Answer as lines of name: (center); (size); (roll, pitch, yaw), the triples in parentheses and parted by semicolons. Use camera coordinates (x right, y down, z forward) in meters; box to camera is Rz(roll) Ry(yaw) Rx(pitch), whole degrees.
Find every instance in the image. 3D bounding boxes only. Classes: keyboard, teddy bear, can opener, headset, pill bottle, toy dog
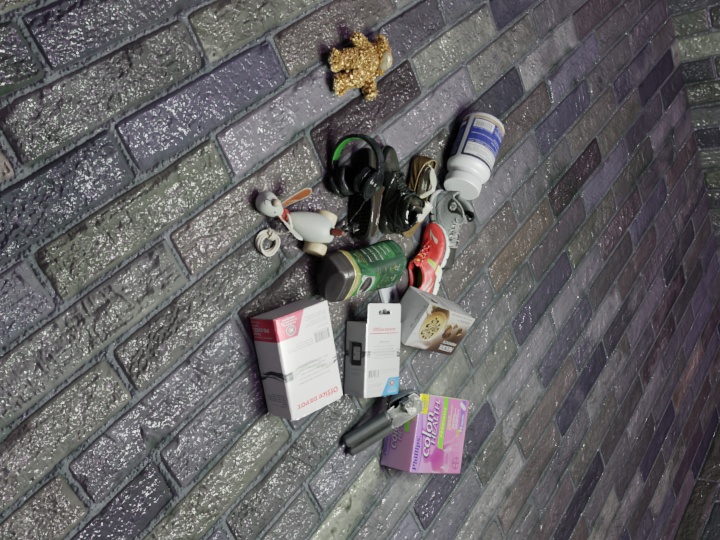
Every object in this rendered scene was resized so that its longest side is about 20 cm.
keyboard: (0.068, 0.062, 1.664); (0.056, 0.011, 0.203); (-33, 114, -46)
teddy bear: (0.005, -0.447, 1.549); (0.198, 0.066, 0.148); (-10, 100, -45)
can opener: (0.048, 0.332, 1.584); (0.198, 0.067, 0.054); (-30, 115, -7)
headset: (-0.015, -0.182, 1.490); (0.094, 0.122, 0.204); (-19, 113, -58)
pill bottle: (0.285, -0.289, 1.808); (0.116, 0.115, 0.202); (40, 64, -38)
toy dog: (-0.109, -0.095, 1.414); (0.198, 0.095, 0.134); (-1, 91, -46)

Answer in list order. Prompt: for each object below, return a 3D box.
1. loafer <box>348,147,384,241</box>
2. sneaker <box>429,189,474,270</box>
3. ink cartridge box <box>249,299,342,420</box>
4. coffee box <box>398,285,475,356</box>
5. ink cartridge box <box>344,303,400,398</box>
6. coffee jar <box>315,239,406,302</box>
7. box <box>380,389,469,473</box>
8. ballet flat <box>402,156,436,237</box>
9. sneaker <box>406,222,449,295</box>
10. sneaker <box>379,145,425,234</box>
loafer: (0.025, -0.165, 1.567); (0.071, 0.072, 0.204); (6, 88, -47)
sneaker: (0.231, -0.100, 1.753); (0.074, 0.114, 0.204); (-16, 102, -44)
ink cartridge box: (-0.124, 0.173, 1.410); (0.144, 0.084, 0.204); (-18, 103, -44)
coffee box: (0.167, 0.122, 1.678); (0.199, 0.080, 0.114); (20, 107, -48)
ink cartridge box: (0.028, 0.173, 1.580); (0.115, 0.066, 0.204); (4, 88, -46)
coffee jar: (0.000, 0.000, 1.518); (0.198, 0.086, 0.105); (-14, 143, -42)
box: (0.156, 0.383, 1.696); (0.198, 0.096, 0.179); (18, 78, -44)
ballet flat: (0.144, -0.178, 1.693); (0.067, 0.072, 0.203); (26, 72, -42)
sneaker: (0.156, -0.022, 1.709); (0.084, 0.076, 0.204); (19, 77, -39)
sneaker: (0.093, -0.185, 1.612); (0.076, 0.113, 0.203); (-6, 93, -47)
